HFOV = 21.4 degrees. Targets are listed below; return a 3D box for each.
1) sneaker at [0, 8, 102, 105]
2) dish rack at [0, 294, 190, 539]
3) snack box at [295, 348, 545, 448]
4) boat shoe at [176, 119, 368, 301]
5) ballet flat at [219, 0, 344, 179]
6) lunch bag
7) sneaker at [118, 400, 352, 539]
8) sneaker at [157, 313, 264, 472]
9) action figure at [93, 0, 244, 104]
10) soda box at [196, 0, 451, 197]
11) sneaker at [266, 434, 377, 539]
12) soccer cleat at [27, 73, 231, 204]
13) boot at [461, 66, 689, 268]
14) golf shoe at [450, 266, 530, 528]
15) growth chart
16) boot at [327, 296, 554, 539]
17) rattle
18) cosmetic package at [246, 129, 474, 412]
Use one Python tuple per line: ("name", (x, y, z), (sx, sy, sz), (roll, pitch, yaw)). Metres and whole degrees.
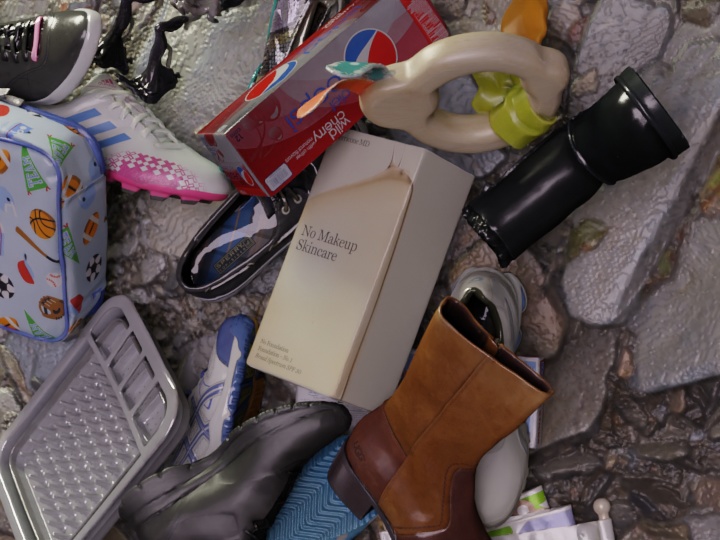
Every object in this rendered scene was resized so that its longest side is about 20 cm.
("sneaker", (-0.292, -0.178, 1.533), (0.199, 0.099, 0.071), (-12, 65, 48))
("dish rack", (-0.213, 0.138, 1.546), (0.200, 0.043, 0.172), (-50, 42, 14))
("snack box", (0.046, 0.098, 1.517), (0.198, 0.024, 0.073), (3, 89, 16))
("boat shoe", (-0.075, -0.052, 1.531), (0.200, 0.066, 0.070), (-41, 79, 12))
("ballet flat", (-0.054, -0.162, 1.523), (0.072, 0.072, 0.202), (18, 90, 15))
("lunch bag", (-0.286, -0.048, 1.550), (0.159, 0.076, 0.201), (18, 124, 21))
("sneaker", (-0.085, 0.168, 1.458), (0.199, 0.076, 0.091), (-32, 75, 15))
("sneaker", (-0.135, 0.129, 1.543), (0.088, 0.075, 0.202), (14, 93, 16))
("action figure", (-0.145, -0.237, 1.537), (0.119, 0.102, 0.201), (38, 102, 20))
("soda box", (-0.027, -0.143, 1.469), (0.200, 0.070, 0.064), (-42, 108, -15))
("sneaker", (-0.045, 0.202, 1.516), (0.200, 0.081, 0.077), (-40, 78, 1))
("soccer cleat", (-0.193, -0.112, 1.560), (0.199, 0.070, 0.087), (16, 98, 19))
("boot", (0.152, -0.072, 1.403), (0.162, 0.198, 0.074), (-36, 91, 4))
("golf shoe", (0.085, 0.098, 1.443), (0.078, 0.097, 0.202), (-2, 91, 13))
("growth chart", (0.112, 0.237, 1.500), (0.198, 0.018, 0.146), (-6, 87, 16))
("boot", (0.088, 0.142, 1.398), (0.188, 0.068, 0.200), (47, 128, 15))
("rattle", (0.050, -0.169, 1.424), (0.198, 0.130, 0.144), (3, 74, -8))
("cosmetic package", (0.000, 0.000, 1.476), (0.103, 0.073, 0.201), (16, 85, 41))
